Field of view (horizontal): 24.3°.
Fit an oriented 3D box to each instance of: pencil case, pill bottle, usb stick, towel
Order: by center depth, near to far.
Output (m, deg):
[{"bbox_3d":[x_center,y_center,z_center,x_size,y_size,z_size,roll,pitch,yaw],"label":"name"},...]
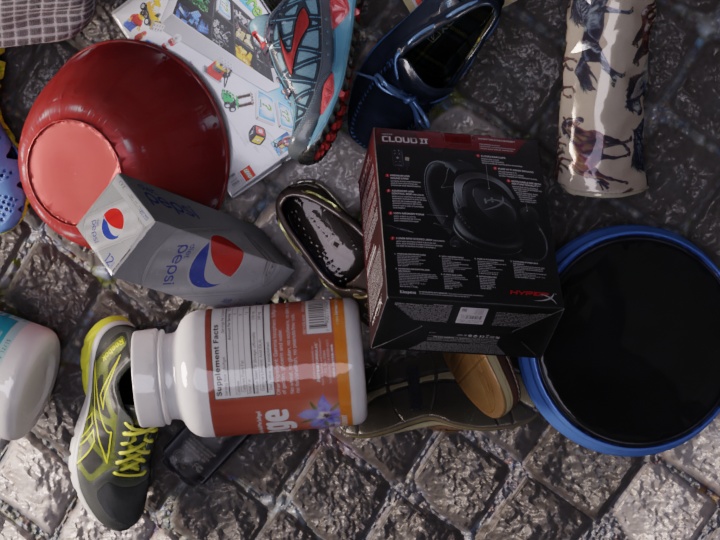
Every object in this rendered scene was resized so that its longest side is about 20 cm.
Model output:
[{"bbox_3d":[0.212,-0.163,1.418,0.077,0.089,0.201,11,102,38],"label":"pencil case"},{"bbox_3d":[-0.323,-0.252,1.430,0.199,0.166,0.086,-8,78,-13],"label":"towel"},{"bbox_3d":[-0.096,0.087,1.459,0.199,0.112,0.113,-5,98,0],"label":"pill bottle"},{"bbox_3d":[-0.107,0.119,1.549,0.055,0.033,0.200,41,104,-5],"label":"usb stick"},{"bbox_3d":[-0.390,0.077,1.558,0.199,0.111,0.111,19,102,7],"label":"pill bottle"}]

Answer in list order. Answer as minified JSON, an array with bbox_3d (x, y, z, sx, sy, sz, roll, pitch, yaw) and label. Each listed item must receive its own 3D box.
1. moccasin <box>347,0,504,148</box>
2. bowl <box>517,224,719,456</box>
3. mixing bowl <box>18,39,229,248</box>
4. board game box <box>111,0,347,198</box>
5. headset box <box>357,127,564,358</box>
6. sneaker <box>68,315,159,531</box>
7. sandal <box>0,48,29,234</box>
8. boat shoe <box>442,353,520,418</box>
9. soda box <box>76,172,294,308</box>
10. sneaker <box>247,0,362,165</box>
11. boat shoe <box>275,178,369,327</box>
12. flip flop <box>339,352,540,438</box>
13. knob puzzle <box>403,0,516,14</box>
[{"bbox_3d":[0.049,-0.177,1.426,0.080,0.068,0.200,22,124,-20],"label":"moccasin"},{"bbox_3d":[0.235,0.060,1.436,0.199,0.039,0.202,0,88,-5],"label":"bowl"},{"bbox_3d":[-0.228,-0.097,1.480,0.199,0.108,0.202,7,108,21],"label":"mixing bowl"},{"bbox_3d":[-0.117,-0.183,1.500,0.126,0.035,0.201,-32,92,15],"label":"board game box"},{"bbox_3d":[0.079,-0.032,1.399,0.148,0.201,0.077,3,141,-11],"label":"headset box"},{"bbox_3d":[-0.220,0.146,1.537,0.074,0.084,0.201,-7,100,-33],"label":"sneaker"},{"bbox_3d":[-0.358,-0.129,1.532,0.079,0.087,0.201,-12,98,11],"label":"sandal"},{"bbox_3d":[0.101,0.030,1.450,0.072,0.072,0.201,-14,62,-22],"label":"boat shoe"},{"bbox_3d":[-0.148,-0.018,1.447,0.064,0.200,0.068,-50,56,13],"label":"soda box"},{"bbox_3d":[-0.052,-0.186,1.443,0.095,0.079,0.201,8,72,0],"label":"sneaker"},{"bbox_3d":[0.000,0.000,1.494,0.072,0.060,0.200,-43,89,13],"label":"boat shoe"},{"bbox_3d":[0.071,0.116,1.501,0.199,0.058,0.082,-12,68,23],"label":"flip flop"},{"bbox_3d":[0.092,-0.310,1.398,0.218,0.031,0.221,-1,118,-2],"label":"knob puzzle"}]
